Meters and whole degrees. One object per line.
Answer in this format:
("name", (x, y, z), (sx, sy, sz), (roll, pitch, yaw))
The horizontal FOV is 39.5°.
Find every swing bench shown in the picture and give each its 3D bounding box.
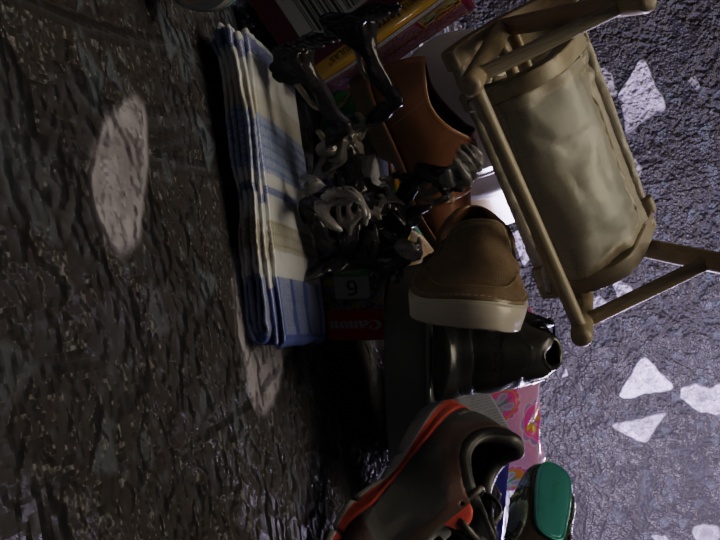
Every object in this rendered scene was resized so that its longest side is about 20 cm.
("swing bench", (0.152, -0.085, 0.722), (0.200, 0.129, 0.199), (-101, 165, -74))

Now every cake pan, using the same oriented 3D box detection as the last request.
("cake pan", (0.047, 0.086, 0.800), (0.200, 0.037, 0.201), (-2, 90, -82))

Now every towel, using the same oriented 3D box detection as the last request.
("towel", (-0.057, -0.049, 0.659), (0.147, 0.024, 0.201), (11, 71, -80))

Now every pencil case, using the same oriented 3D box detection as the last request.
("pencil case", (0.143, 0.128, 1.019), (0.088, 0.087, 0.201), (-79, 162, -61))

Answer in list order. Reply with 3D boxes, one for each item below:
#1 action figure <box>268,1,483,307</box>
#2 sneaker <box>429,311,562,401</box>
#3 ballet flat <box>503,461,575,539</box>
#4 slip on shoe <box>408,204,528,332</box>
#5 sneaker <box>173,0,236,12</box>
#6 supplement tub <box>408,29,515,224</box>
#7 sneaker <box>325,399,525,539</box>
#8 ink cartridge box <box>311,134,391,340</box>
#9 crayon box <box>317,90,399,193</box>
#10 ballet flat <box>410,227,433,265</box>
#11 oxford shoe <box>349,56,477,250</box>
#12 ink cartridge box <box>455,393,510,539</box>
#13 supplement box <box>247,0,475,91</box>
("action figure", (0.008, -0.062, 0.653), (0.102, 0.119, 0.201), (21, -45, 53))
("sneaker", (0.099, 0.056, 0.729), (0.200, 0.090, 0.076), (-44, 132, -80))
("ballet flat", (0.153, 0.259, 0.897), (0.200, 0.074, 0.074), (-58, 137, -54))
("slip on shoe", (0.075, -0.004, 0.663), (0.200, 0.076, 0.061), (-40, 136, -76))
("sneaker", (-0.090, -0.236, 0.545), (0.080, 0.071, 0.201), (-15, 93, -74))
("supplement tub", (0.107, -0.125, 0.917), (0.200, 0.144, 0.145), (33, 48, -74))
("sneaker", (0.041, 0.167, 0.637), (0.200, 0.082, 0.077), (-57, 137, -28))
("ink cartridge box", (0.000, 0.000, 0.803), (0.109, 0.050, 0.201), (-76, 163, -63))
("crayon box", (0.012, -0.118, 0.961), (0.200, 0.058, 0.119), (-79, 156, -60))
("ballet flat", (0.054, 0.024, 1.029), (0.200, 0.068, 0.067), (60, 37, -56))
("oxford shoe", (0.067, -0.074, 0.782), (0.200, 0.071, 0.071), (60, 16, -28))
("ink cartridge box", (0.106, 0.187, 0.950), (0.200, 0.043, 0.197), (-116, -164, -45))
("supplement box", (0.003, -0.214, 0.764), (0.103, 0.131, 0.200), (56, 12, -2))
